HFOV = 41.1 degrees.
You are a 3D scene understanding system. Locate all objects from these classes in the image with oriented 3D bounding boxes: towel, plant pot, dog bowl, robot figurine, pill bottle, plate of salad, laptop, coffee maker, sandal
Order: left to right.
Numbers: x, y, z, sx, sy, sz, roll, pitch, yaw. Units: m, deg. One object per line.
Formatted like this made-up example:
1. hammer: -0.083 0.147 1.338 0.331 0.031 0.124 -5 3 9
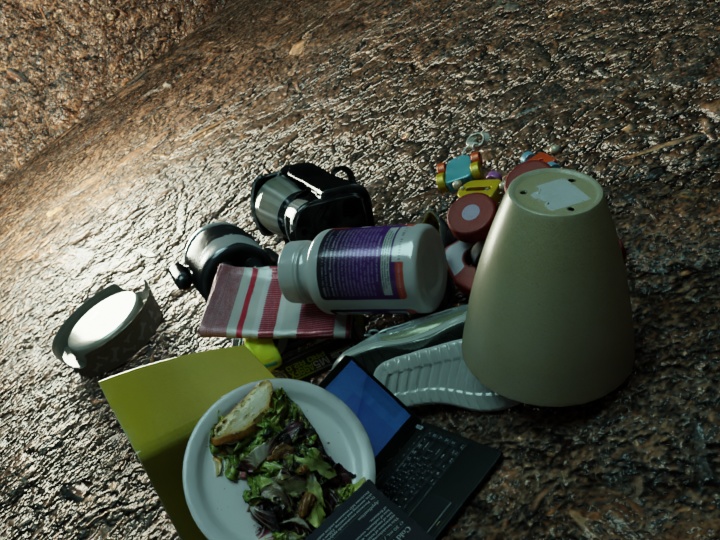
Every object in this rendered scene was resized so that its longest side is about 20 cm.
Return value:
1. dog bowl: -0.430 0.100 1.647 0.199 0.059 0.200 -24 30 14
2. plant pot: -0.168 0.202 1.124 0.176 0.201 0.200 -29 28 -16
3. robot figurine: -0.209 -0.001 1.527 0.125 0.150 0.200 -55 31 3
4. towel: -0.108 0.041 1.294 0.199 0.023 0.144 1 37 4
5. plate of salad: -0.082 0.201 0.983 0.199 0.048 0.201 3 61 -6
6. coffee maker: -0.058 -0.105 1.525 0.192 0.135 0.200 -38 30 -12
7. pill bottle: 0.000 0.000 1.220 0.199 0.112 0.112 -2 40 26
8. laptop: 0.014 0.203 1.025 0.177 0.103 0.200 -46 32 -23
9. sandal: 0.109 0.119 1.108 0.202 0.083 0.050 -4 -4 29
10. plant pot: 0.198 0.003 0.994 0.186 0.201 0.188 -3 35 2

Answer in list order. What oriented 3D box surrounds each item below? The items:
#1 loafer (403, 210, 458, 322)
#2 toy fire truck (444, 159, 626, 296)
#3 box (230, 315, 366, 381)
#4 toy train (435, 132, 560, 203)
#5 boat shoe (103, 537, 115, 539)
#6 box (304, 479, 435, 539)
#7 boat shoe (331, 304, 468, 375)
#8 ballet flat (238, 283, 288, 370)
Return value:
1. loafer: 0.087 0.001 1.290 0.073 0.072 0.200 -16 34 24
2. toy fire truck: 0.208 -0.027 1.198 0.200 0.112 0.168 -30 48 6
3. box: -0.090 0.093 1.349 0.199 0.044 0.160 -25 30 12
4. toy train: 0.202 -0.136 1.412 0.150 0.056 0.200 -38 33 -13
5. boat shoe: -0.328 0.394 1.090 0.075 0.074 0.200 -5 39 39
6. box: 0.006 0.321 0.836 0.200 0.104 0.182 -41 36 -14
7. boat shoe: 0.062 0.095 1.178 0.201 0.075 0.065 -23 24 9
8. ballet flat: -0.131 0.071 1.325 0.067 0.067 0.200 -7 35 1
